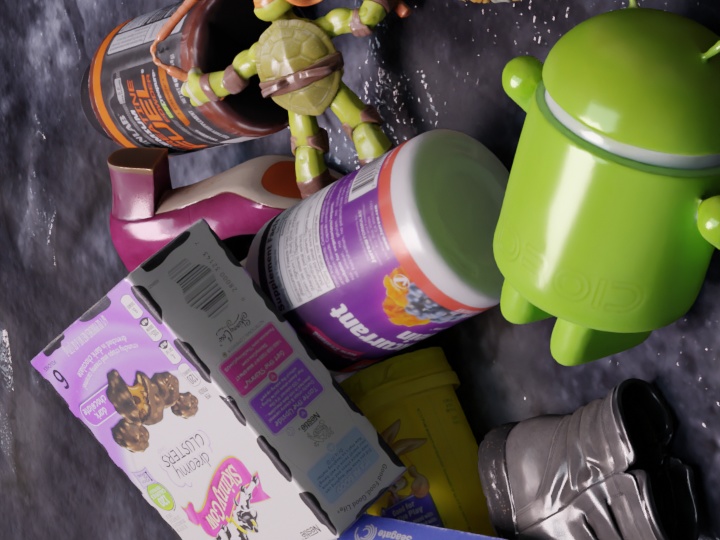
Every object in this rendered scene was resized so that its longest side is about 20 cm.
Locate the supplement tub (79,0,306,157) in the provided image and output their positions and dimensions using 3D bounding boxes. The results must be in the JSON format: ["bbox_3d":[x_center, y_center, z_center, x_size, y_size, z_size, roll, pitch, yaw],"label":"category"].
[{"bbox_3d":[-0.123,-0.136,1.375,0.200,0.107,0.107,-7,94,55],"label":"supplement tub"}]

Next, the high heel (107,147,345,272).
[{"bbox_3d":[-0.082,-0.030,1.352,0.200,0.067,0.096,11,126,23],"label":"high heel"}]

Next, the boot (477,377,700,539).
[{"bbox_3d":[0.144,0.171,1.131,0.132,0.070,0.200,-21,87,49],"label":"boot"}]

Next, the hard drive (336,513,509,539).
[{"bbox_3d":[0.008,0.243,1.134,0.132,0.025,0.200,4,60,41],"label":"hard drive"}]

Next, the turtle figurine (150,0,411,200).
[{"bbox_3d":[-0.023,-0.125,1.233,0.064,0.200,0.161,-78,-37,-72],"label":"turtle figurine"}]

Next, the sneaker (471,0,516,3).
[{"bbox_3d":[0.040,-0.217,1.153,0.200,0.088,0.076,14,148,30],"label":"sneaker"}]

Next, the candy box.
[{"bbox_3d":[-0.092,0.089,1.213,0.200,0.072,0.168,50,144,-3],"label":"candy box"}]

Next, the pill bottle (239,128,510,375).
[{"bbox_3d":[0.000,0.000,1.204,0.200,0.111,0.112,-27,77,40],"label":"pill bottle"}]

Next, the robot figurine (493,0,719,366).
[{"bbox_3d":[0.138,-0.049,1.027,0.175,0.116,0.200,41,131,39],"label":"robot figurine"}]

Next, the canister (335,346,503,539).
[{"bbox_3d":[0.034,0.170,1.263,0.149,0.086,0.200,-39,70,50],"label":"canister"}]
